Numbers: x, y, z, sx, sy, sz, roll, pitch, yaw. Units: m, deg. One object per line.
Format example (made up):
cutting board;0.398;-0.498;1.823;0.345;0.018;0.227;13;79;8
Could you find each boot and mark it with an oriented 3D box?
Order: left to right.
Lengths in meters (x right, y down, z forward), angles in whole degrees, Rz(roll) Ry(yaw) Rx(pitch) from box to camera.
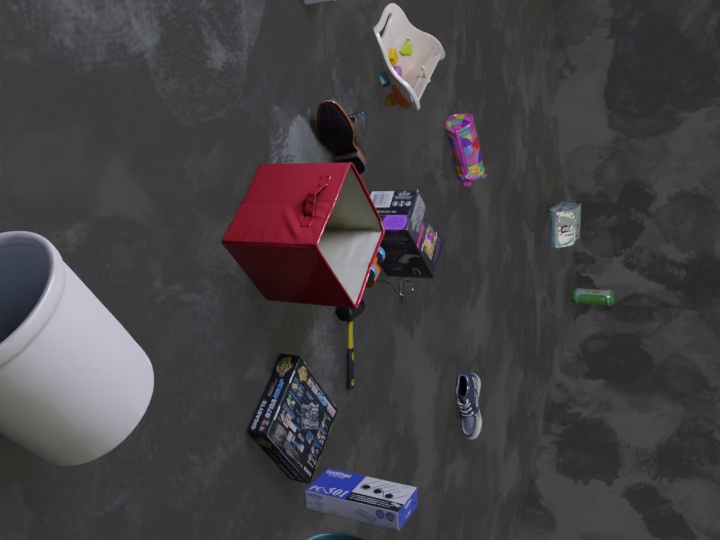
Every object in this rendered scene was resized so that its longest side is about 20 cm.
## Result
boot;-0.036;-0.282;1.411;0.200;0.075;0.097;66;25;-55
boot;0.318;0.409;2.208;0.090;0.073;0.200;17;70;-56

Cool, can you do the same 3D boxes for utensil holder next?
utensil holder;-0.330;0.086;0.748;0.200;0.170;0.170;64;39;-49

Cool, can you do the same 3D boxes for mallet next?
mallet;-0.017;0.150;1.532;0.066;0.041;0.200;-37;129;-53

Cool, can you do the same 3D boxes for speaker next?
speaker;1.213;0.137;3.805;0.088;0.200;0.089;-14;105;-62

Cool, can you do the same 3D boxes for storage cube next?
storage cube;-0.088;-0.060;1.197;0.200;0.180;0.171;58;43;-48

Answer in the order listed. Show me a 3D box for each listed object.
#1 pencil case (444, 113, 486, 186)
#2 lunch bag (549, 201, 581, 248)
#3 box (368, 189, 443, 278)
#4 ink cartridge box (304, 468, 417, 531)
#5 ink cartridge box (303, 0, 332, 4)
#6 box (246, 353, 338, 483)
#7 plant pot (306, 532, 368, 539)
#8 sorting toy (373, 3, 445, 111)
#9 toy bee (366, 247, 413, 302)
pencil case;0.293;-0.338;2.033;0.088;0.088;0.200;-62;143;-39
lunch bag;0.892;-0.200;3.212;0.200;0.122;0.171;-27;120;-51
box;0.092;-0.078;1.617;0.200;0.122;0.106;57;43;-51
ink cartridge box;0.001;0.441;1.415;0.094;0.200;0.044;-28;118;-60
ink cartridge box;-0.083;-0.583;1.262;0.116;0.068;0.200;-65;147;-36
box;-0.118;0.272;1.328;0.200;0.046;0.159;62;40;-46
plant pot;-0.044;0.638;1.384;0.200;0.200;0.188;-22;128;-61
sorting toy;0.084;-0.474;1.590;0.180;0.107;0.200;59;43;-38
toy bee;0.000;0.000;1.493;0.131;0.109;0.200;-37;101;-47
